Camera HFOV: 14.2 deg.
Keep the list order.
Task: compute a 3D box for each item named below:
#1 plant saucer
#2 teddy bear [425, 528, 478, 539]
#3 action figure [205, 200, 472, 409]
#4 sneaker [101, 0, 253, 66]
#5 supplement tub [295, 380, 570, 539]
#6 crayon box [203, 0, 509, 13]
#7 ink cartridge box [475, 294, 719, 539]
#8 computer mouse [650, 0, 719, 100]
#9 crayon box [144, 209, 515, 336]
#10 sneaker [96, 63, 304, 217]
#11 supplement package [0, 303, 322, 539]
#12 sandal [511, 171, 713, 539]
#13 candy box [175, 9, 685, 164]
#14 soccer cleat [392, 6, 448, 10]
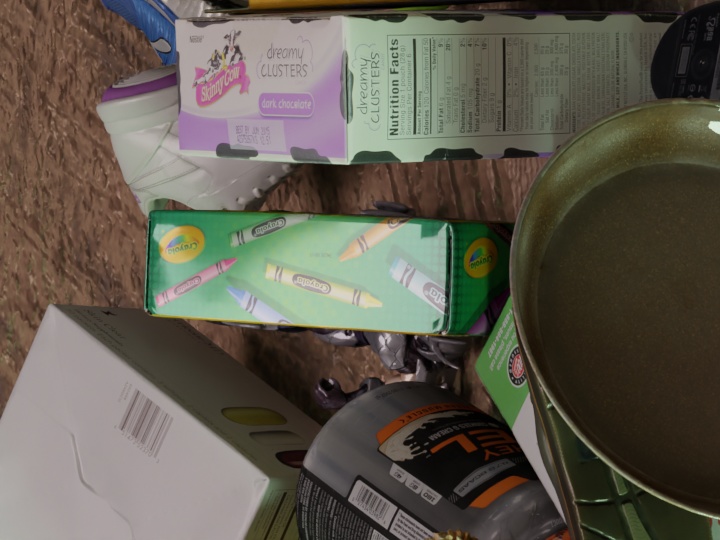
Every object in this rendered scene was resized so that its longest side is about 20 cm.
[{"bbox_3d":[0.154,0.020,1.246,0.032,0.199,0.201,123,134,-60],"label":"plant saucer"},{"bbox_3d":[0.086,0.187,1.320,0.144,0.067,0.200,0,135,41],"label":"teddy bear"},{"bbox_3d":[-0.003,0.022,1.626,0.200,0.069,0.131,19,96,52],"label":"action figure"},{"bbox_3d":[-0.107,-0.138,1.769,0.200,0.078,0.090,34,119,52],"label":"sneaker"},{"bbox_3d":[0.062,0.143,1.480,0.200,0.122,0.123,31,119,53],"label":"supplement tub"},{"bbox_3d":[0.033,-0.157,1.442,0.199,0.125,0.052,1,95,42],"label":"crayon box"},{"bbox_3d":[0.151,0.066,1.359,0.200,0.084,0.146,61,140,35],"label":"ink cartridge box"},{"bbox_3d":[0.206,-0.090,1.310,0.200,0.034,0.059,9,85,53],"label":"computer mouse"},{"bbox_3d":[0.000,0.000,1.507,0.199,0.118,0.059,3,92,37],"label":"crayon box"},{"bbox_3d":[-0.053,-0.075,1.662,0.199,0.075,0.100,-5,106,31],"label":"sneaker"},{"bbox_3d":[-0.113,0.135,1.704,0.200,0.111,0.156,35,108,33],"label":"supplement package"},{"bbox_3d":[0.112,0.058,1.291,0.055,0.081,0.201,163,95,-78],"label":"sandal"},{"bbox_3d":[0.033,-0.092,1.426,0.167,0.199,0.072,8,100,59],"label":"candy box"},{"bbox_3d":[0.024,-0.238,1.564,0.081,0.067,0.201,-20,82,47],"label":"soccer cleat"}]
